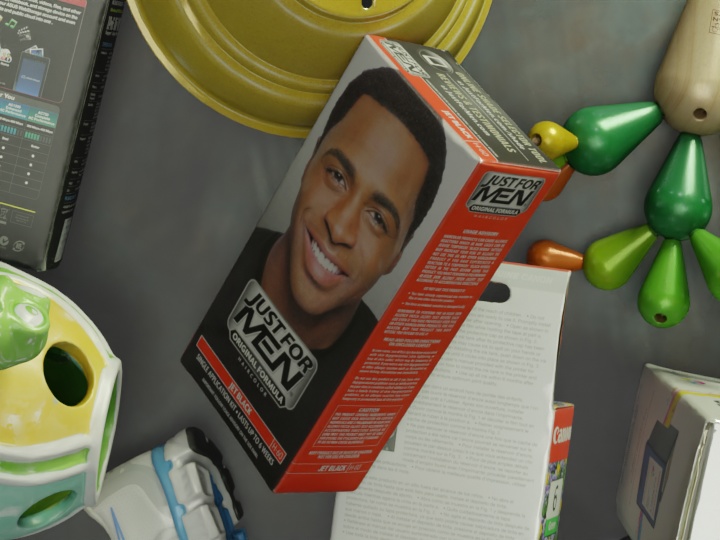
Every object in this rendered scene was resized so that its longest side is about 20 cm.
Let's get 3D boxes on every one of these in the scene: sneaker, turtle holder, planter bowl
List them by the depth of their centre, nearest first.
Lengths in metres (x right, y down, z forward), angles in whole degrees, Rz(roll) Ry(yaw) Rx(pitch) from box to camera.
[{"bbox_3d":[-0.013,-0.163,0.967,0.199,0.083,0.202,-1,95,-16],"label":"planter bowl"},{"bbox_3d":[-0.183,0.051,0.978,0.131,0.141,0.187,12,124,-1],"label":"turtle holder"},{"bbox_3d":[-0.089,0.187,1.045,0.086,0.075,0.201,-19,88,10],"label":"sneaker"}]

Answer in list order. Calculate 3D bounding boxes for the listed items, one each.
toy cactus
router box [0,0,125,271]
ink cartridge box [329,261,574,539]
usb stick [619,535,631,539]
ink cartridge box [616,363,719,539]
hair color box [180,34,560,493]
[{"bbox_3d":[0.158,-0.055,1.007,0.198,0.102,0.166,11,86,8],"label":"toy cactus"},{"bbox_3d":[-0.228,-0.099,1.015,0.198,0.062,0.151,16,97,-1],"label":"router box"},{"bbox_3d":[0.048,0.094,1.021,0.108,0.050,0.202,8,91,19],"label":"ink cartridge box"},{"bbox_3d":[0.070,0.199,1.052,0.199,0.033,0.056,-25,74,4],"label":"usb stick"},{"bbox_3d":[0.207,0.108,0.960,0.144,0.200,0.088,11,96,0],"label":"ink cartridge box"},{"bbox_3d":[0.000,0.000,0.970,0.102,0.061,0.201,49,120,35],"label":"hair color box"}]
